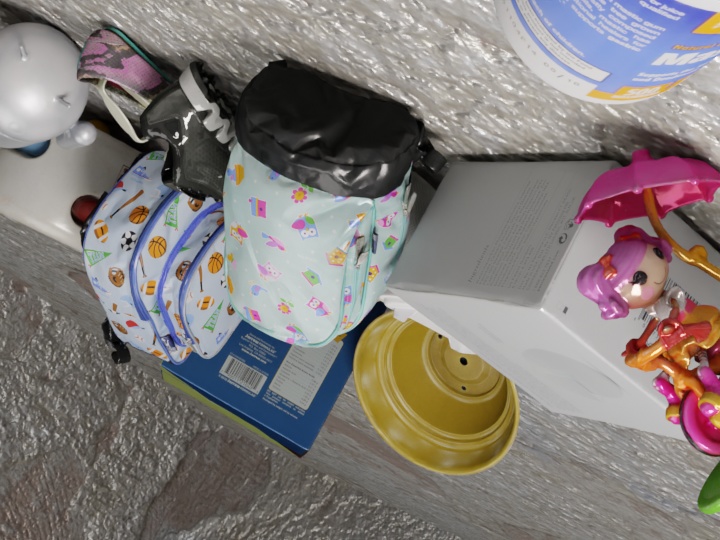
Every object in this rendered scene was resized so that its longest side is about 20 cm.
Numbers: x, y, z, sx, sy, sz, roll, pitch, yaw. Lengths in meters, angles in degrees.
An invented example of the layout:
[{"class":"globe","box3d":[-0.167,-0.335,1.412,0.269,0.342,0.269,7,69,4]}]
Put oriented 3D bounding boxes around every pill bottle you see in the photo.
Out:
[{"class":"pill bottle","box3d":[0.128,-0.143,0.572,0.112,0.113,0.200,31,167,-5]}]

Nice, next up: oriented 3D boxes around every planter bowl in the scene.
[{"class":"planter bowl","box3d":[0.097,0.114,1.586,0.199,0.083,0.202,15,120,26]}]

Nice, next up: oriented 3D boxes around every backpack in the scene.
[{"class":"backpack","box3d":[-0.187,-0.016,1.464,0.153,0.201,0.191,14,152,30]},{"class":"backpack","box3d":[-0.037,-0.042,1.150,0.166,0.126,0.201,28,135,24]}]

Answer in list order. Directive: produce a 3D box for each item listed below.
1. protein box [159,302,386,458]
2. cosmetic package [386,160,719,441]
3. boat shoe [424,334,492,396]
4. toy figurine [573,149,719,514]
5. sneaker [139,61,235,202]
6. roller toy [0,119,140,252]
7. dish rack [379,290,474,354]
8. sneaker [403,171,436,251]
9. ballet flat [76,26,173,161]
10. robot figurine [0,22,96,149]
[{"class":"protein box","box3d":[-0.101,0.080,1.715,0.198,0.201,0.135,30,167,-1]},{"class":"cosmetic package","box3d":[0.163,0.020,1.089,0.199,0.124,0.199,36,164,-28]},{"class":"boat shoe","box3d":[0.132,0.140,1.717,0.090,0.071,0.200,28,165,25]},{"class":"toy figurine","box3d":[0.204,0.018,0.911,0.184,0.200,0.150,42,155,3]},{"class":"sneaker","box3d":[-0.129,-0.091,1.311,0.200,0.090,0.067,54,-171,-38]},{"class":"roller toy","box3d":[-0.318,-0.102,1.637,0.199,0.141,0.182,26,177,-3]},{"class":"dish rack","box3d":[0.114,0.042,1.301,0.170,0.044,0.200,5,167,30]},{"class":"sneaker","box3d":[0.027,-0.043,1.283,0.199,0.074,0.116,31,173,40]},{"class":"ballet flat","box3d":[-0.177,-0.140,1.339,0.199,0.072,0.069,36,165,-24]},{"class":"robot figurine","box3d":[-0.333,-0.180,1.432,0.169,0.113,0.200,39,165,-22]}]
